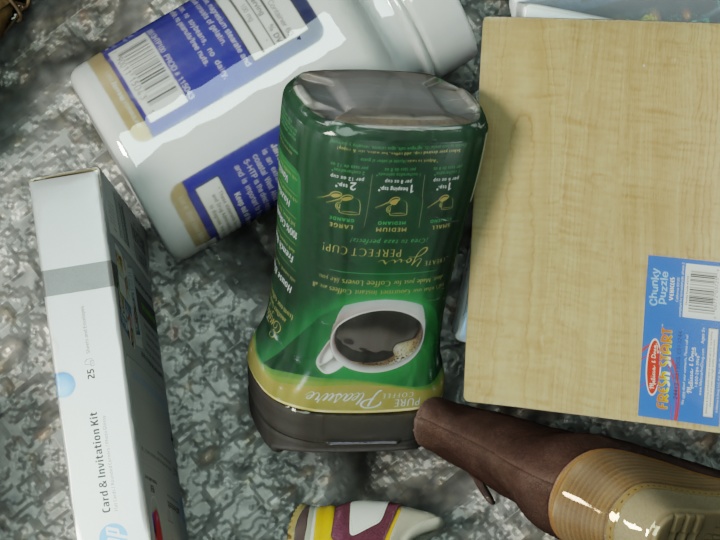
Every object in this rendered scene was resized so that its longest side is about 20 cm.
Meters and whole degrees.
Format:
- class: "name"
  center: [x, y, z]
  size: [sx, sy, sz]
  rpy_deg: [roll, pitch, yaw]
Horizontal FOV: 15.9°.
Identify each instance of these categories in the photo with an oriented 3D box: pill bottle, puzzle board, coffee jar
- class: "pill bottle"
  center: [-0.044, -0.104, 1.387]
  size: [0.199, 0.120, 0.120]
  rpy_deg: [-30, 79, -4]
- class: "puzzle board"
  center: [0.124, -0.026, 1.297]
  size: [0.150, 0.017, 0.201]
  rpy_deg: [5, 95, 32]
- class: "coffee jar"
  center: [0.000, 0.000, 1.337]
  size: [0.104, 0.085, 0.201]
  rpy_deg: [1, 116, -18]

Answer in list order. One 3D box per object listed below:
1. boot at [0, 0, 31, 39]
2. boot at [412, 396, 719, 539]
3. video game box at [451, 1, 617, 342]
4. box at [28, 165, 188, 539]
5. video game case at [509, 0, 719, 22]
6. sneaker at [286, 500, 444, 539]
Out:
- class: "boot"
  center: [-0.211, -0.151, 1.431]
  size: [0.075, 0.074, 0.201]
  rpy_deg: [-1, 77, -9]
- class: "boot"
  center: [0.141, 0.115, 1.350]
  size: [0.166, 0.200, 0.073]
  rpy_deg: [26, 94, 42]
- class: "video game box"
  center: [0.163, -0.035, 1.367]
  size: [0.199, 0.047, 0.183]
  rpy_deg: [11, 96, -4]
- class: "box"
  center: [-0.128, 0.062, 1.339]
  size: [0.041, 0.156, 0.201]
  rpy_deg: [-11, 79, 2]
- class: "video game case"
  center: [0.194, -0.084, 1.395]
  size: [0.199, 0.023, 0.183]
  rpy_deg: [-12, 98, 0]
- class: "sneaker"
  center: [0.005, 0.220, 1.345]
  size: [0.090, 0.075, 0.201]
  rpy_deg: [-1, 80, 7]
